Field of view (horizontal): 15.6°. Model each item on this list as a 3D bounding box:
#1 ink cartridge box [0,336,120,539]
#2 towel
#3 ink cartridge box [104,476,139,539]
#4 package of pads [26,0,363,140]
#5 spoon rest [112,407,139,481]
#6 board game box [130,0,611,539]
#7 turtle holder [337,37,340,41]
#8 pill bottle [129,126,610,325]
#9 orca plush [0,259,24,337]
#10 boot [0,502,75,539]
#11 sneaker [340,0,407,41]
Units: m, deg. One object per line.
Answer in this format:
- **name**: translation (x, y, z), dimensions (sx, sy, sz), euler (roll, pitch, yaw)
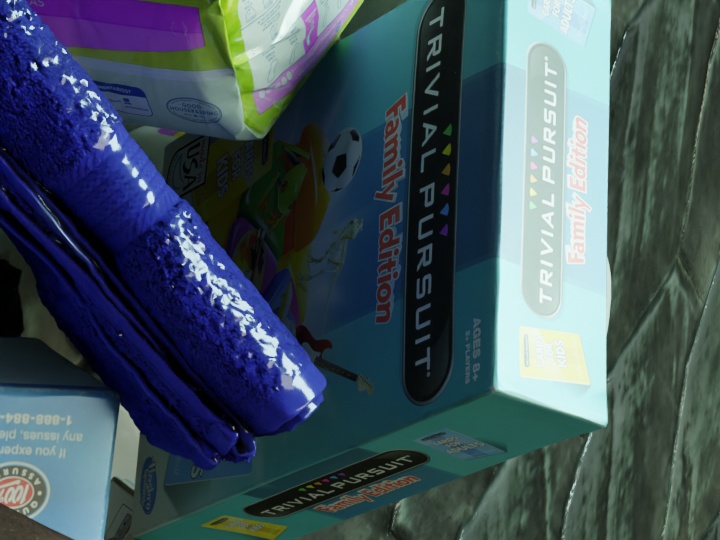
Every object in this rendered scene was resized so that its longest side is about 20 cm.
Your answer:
- **ink cartridge box**: translation (-0.160, 0.123, 0.795), dimensions (0.144, 0.085, 0.201), euler (3, 99, -26)
- **towel**: translation (-0.101, -0.025, 0.794), dimensions (0.050, 0.148, 0.200), euler (-41, 99, -14)
- **ink cartridge box**: translation (-0.056, 0.206, 1.008), dimensions (0.175, 0.084, 0.200), euler (27, 90, -37)
- **package of pads**: translation (-0.061, -0.131, 0.909), dimensions (0.200, 0.154, 0.068), euler (-58, 147, -42)
- **spoon rest**: translation (-0.099, 0.124, 1.050), dimensions (0.200, 0.060, 0.100), euler (69, 39, -52)
- **board game box**: translation (0.000, 0.000, 0.871), dimensions (0.047, 0.200, 0.151), euler (18, 62, -32)
- **turtle holder**: translation (0.024, -0.159, 1.148), dimensions (0.141, 0.185, 0.132), euler (19, 80, -34)
- **pill bottle**: translation (-0.008, 0.007, 1.033), dimensions (0.104, 0.199, 0.105), euler (11, 90, -66)
- **orca plush**: translation (-0.159, 0.095, 0.884), dimensions (0.071, 0.105, 0.200), euler (3, 121, -30)
- **boot**: translation (-0.110, 0.050, 0.598), dimensions (0.200, 0.166, 0.072), euler (20, 112, -39)
- **sneaker**: translation (0.043, -0.028, 0.949), dimensions (0.088, 0.075, 0.201), euler (16, 64, -31)
